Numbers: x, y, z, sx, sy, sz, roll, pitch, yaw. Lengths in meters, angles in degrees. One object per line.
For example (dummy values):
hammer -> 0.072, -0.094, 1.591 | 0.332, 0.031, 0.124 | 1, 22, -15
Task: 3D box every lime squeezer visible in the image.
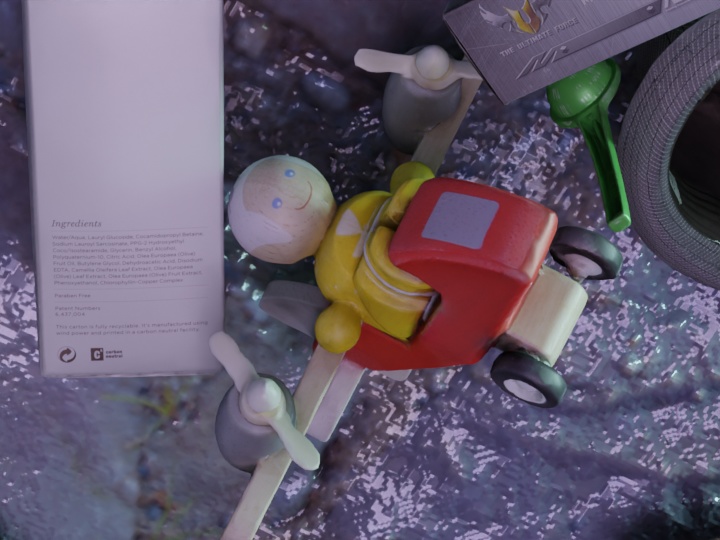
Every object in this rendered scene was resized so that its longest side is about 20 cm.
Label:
lime squeezer -> 0.084, -0.097, 0.936 | 0.038, 0.201, 0.071 | -27, 157, 6

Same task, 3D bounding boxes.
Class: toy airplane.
toy airplane -> 0.000, 0.000, 0.939 | 0.141, 0.200, 0.199 | 34, 114, -20

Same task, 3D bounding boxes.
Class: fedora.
fedora -> 0.196, -0.076, 0.969 | 0.199, 0.091, 0.177 | 14, 128, -27

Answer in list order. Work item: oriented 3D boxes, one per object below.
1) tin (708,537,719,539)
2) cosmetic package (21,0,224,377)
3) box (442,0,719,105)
tin -> 0.220, 0.167, 1.098 | 0.199, 0.042, 0.112 | -13, 138, 9
cosmetic package -> -0.100, -0.066, 0.938 | 0.084, 0.108, 0.201 | 0, 117, -6
box -> 0.138, -0.159, 0.859 | 0.199, 0.159, 0.048 | -23, 117, 30
